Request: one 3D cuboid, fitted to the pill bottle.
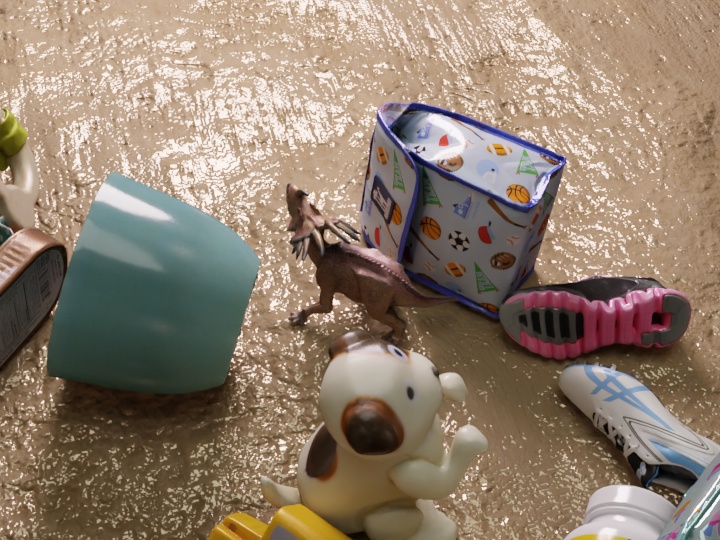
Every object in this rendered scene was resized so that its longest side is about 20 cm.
[{"bbox_3d":[0.207,0.283,0.917,0.112,0.113,0.201,18,50,11],"label":"pill bottle"}]

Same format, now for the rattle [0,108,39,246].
[{"bbox_3d":[-0.421,-0.073,1.203,0.142,0.130,0.201,-14,77,-3],"label":"rattle"}]

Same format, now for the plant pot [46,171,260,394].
[{"bbox_3d":[-0.186,0.025,1.059,0.160,0.201,0.201,16,49,-5],"label":"plant pot"}]

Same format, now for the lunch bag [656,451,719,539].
[{"bbox_3d":[0.333,0.222,0.883,0.160,0.077,0.200,43,59,11],"label":"lunch bag"}]

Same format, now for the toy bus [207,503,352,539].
[{"bbox_3d":[-0.031,0.260,0.926,0.199,0.065,0.079,31,93,20],"label":"toy bus"}]

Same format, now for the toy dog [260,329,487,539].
[{"bbox_3d":[0.012,0.138,0.968,0.192,0.201,0.140,3,48,-3],"label":"toy dog"}]

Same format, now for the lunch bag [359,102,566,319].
[{"bbox_3d":[0.092,-0.069,1.177,0.199,0.171,0.124,28,47,17],"label":"lunch bag"}]

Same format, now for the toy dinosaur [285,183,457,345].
[{"bbox_3d":[0.000,0.000,1.130,0.199,0.136,0.086,18,50,10],"label":"toy dinosaur"}]

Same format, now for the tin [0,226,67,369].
[{"bbox_3d":[-0.353,0.043,1.076,0.042,0.112,0.200,23,52,14],"label":"tin"}]

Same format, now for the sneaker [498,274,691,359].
[{"bbox_3d":[0.240,0.038,1.174,0.198,0.080,0.096,0,27,-6],"label":"sneaker"}]

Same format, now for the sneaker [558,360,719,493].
[{"bbox_3d":[0.266,0.157,1.063,0.200,0.072,0.072,36,64,28],"label":"sneaker"}]
